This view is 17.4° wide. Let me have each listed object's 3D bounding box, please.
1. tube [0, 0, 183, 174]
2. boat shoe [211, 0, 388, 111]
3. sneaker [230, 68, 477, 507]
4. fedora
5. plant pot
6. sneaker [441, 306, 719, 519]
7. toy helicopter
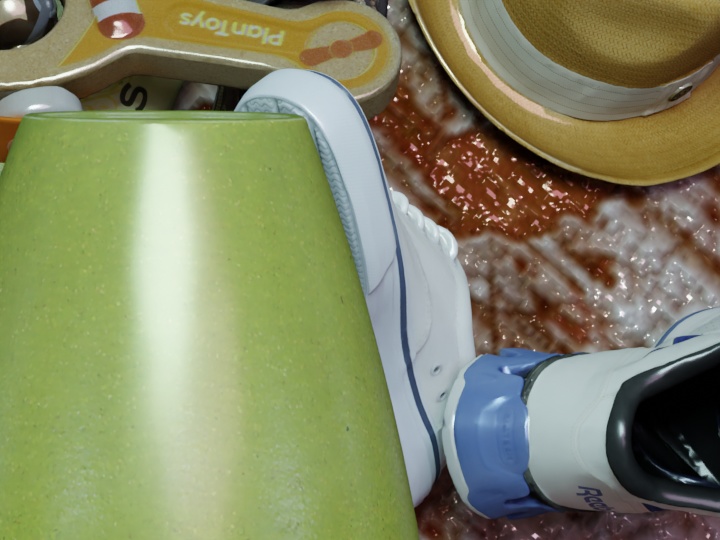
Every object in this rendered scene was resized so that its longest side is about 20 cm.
[{"bbox_3d":[-0.117,-0.029,0.884,0.058,0.052,0.201,41,53,-38],"label":"tube"},{"bbox_3d":[-0.019,-0.086,0.924,0.074,0.073,0.202,15,69,-16],"label":"boat shoe"},{"bbox_3d":[0.000,0.000,0.863,0.073,0.201,0.071,19,50,30],"label":"sneaker"},{"bbox_3d":[0.119,-0.136,0.988,0.199,0.082,0.202,6,71,-19],"label":"fedora"},{"bbox_3d":[-0.065,0.050,0.766,0.186,0.187,0.202,-2,96,-22],"label":"plant pot"},{"bbox_3d":[0.138,0.060,0.889,0.198,0.115,0.081,-7,95,-43],"label":"sneaker"},{"bbox_3d":[-0.085,-0.082,0.850,0.198,0.079,0.133,11,57,5],"label":"toy helicopter"}]
